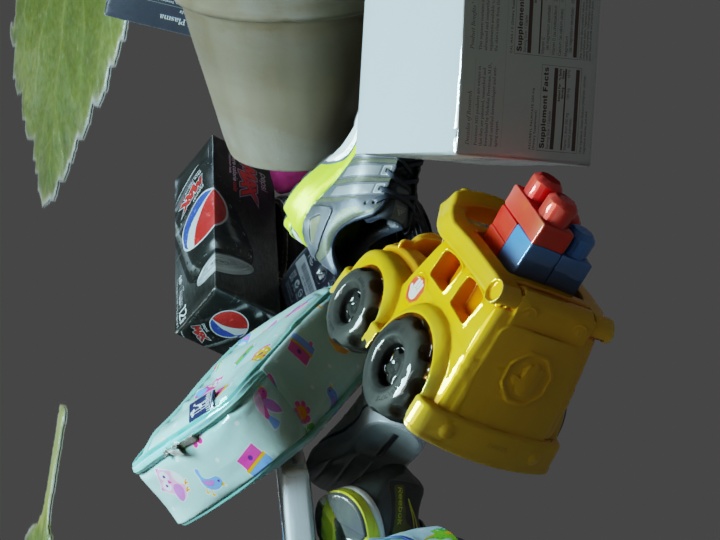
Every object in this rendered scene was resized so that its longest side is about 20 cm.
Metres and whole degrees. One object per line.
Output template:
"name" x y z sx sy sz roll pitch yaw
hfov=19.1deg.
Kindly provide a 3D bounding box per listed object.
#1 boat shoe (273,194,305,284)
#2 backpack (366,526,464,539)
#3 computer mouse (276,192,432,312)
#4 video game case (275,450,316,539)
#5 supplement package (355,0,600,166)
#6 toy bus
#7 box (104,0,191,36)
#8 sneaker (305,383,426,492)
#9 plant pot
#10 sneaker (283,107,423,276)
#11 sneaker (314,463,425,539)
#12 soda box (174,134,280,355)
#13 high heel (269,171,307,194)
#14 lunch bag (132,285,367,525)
"boat shoe" -0.081 0.032 1.862 0.072 0.065 0.201 -167 83 -66
"backpack" 0.046 0.284 1.516 0.200 0.153 0.163 64 151 9
"computer mouse" 0.000 0.000 1.726 0.200 0.053 0.139 -48 42 35
"video game case" -0.045 0.233 1.664 0.182 0.023 0.201 -127 31 -82
"supplement package" 0.082 -0.176 1.500 0.156 0.111 0.201 6 92 64
"toy bus" 0.085 0.012 1.471 0.192 0.135 0.200 -62 31 18
"box" -0.160 -0.338 1.954 0.200 0.104 0.183 -93 17 -62
"sneaker" 0.016 0.126 1.671 0.200 0.073 0.071 -43 20 60
"plant pot" -0.051 -0.180 1.710 0.200 0.199 0.174 -139 42 -58
"sneaker" 0.024 -0.077 1.628 0.200 0.074 0.081 -53 48 24
"sneaker" 0.021 0.234 1.636 0.074 0.085 0.200 31 139 36
"soda box" -0.115 -0.021 1.816 0.063 0.071 0.200 -47 31 31
"high heel" -0.075 -0.169 1.862 0.096 0.067 0.200 -41 54 42
"lunch bag" -0.084 0.103 1.639 0.160 0.200 0.077 -32 99 39
